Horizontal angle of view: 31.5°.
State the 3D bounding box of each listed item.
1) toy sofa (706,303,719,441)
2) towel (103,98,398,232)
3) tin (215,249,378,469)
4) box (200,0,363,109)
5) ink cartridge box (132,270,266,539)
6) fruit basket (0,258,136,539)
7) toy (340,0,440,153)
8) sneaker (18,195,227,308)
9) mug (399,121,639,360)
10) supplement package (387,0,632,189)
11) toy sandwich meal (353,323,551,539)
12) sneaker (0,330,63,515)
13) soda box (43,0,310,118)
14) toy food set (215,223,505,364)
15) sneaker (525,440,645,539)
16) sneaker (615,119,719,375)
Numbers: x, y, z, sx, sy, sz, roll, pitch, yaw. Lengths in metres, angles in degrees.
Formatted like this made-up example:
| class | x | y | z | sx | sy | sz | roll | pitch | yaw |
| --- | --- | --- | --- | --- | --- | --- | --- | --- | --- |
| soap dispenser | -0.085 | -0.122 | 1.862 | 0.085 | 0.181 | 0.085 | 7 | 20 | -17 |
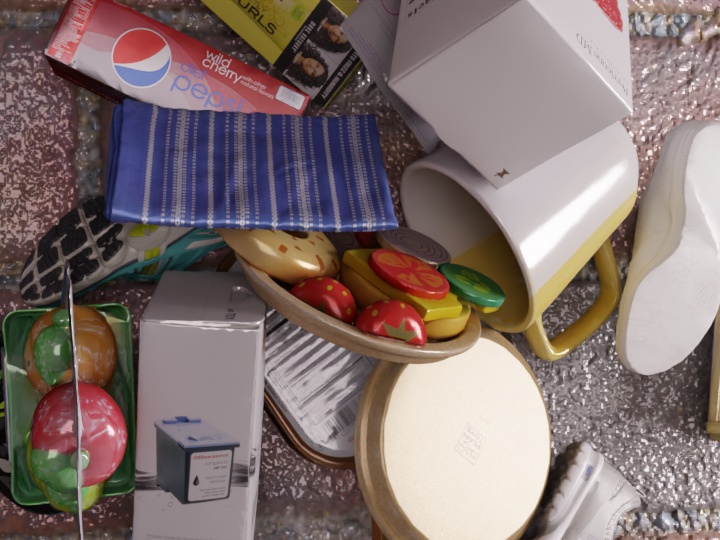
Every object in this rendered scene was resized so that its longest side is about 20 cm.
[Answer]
| class | x | y | z | sx | sy | sz | roll | pitch | yaw |
| --- | --- | --- | --- | --- | --- | --- | --- | --- | --- |
| toy sofa | 0.327 | 0.039 | 1.029 | 0.081 | 0.097 | 0.204 | 3 | 85 | 19 |
| towel | -0.078 | -0.075 | 0.894 | 0.196 | 0.146 | 0.024 | 1 | 126 | -8 |
| tin | -0.039 | 0.062 | 0.999 | 0.111 | 0.042 | 0.201 | -36 | 90 | -12 |
| box | -0.077 | -0.222 | 0.999 | 0.200 | 0.050 | 0.075 | 43 | 113 | -2 |
| ink cartridge box | -0.111 | 0.114 | 0.904 | 0.084 | 0.147 | 0.204 | 2 | 103 | -2 |
| fruit basket | -0.194 | 0.094 | 0.834 | 0.092 | 0.200 | 0.189 | -3 | 97 | -9 |
| toy | 0.054 | -0.189 | 0.991 | 0.116 | 0.047 | 0.201 | 52 | 52 | -18 |
| sneaker | -0.166 | -0.014 | 0.969 | 0.197 | 0.080 | 0.078 | -22 | 47 | 8 |
| mug | 0.134 | -0.046 | 0.993 | 0.152 | 0.188 | 0.149 | -36 | 57 | -21 |
| supplement package | 0.108 | -0.184 | 0.891 | 0.121 | 0.119 | 0.202 | 38 | 41 | -30 |
| toy sandwich meal | 0.065 | 0.139 | 0.974 | 0.202 | 0.070 | 0.209 | 5 | 81 | -32 |
| sneaker | -0.275 | 0.096 | 0.945 | 0.070 | 0.083 | 0.201 | -31 | 91 | -8 |
| soda box | -0.140 | -0.144 | 0.987 | 0.198 | 0.070 | 0.064 | 26 | 84 | -5 |
| toy food set | 0.000 | 0.000 | 0.916 | 0.199 | 0.197 | 0.049 | 35 | 113 | 31 |
| sneaker | 0.157 | 0.238 | 0.986 | 0.081 | 0.075 | 0.202 | 29 | 82 | -2 |
| sneaker | 0.244 | -0.019 | 1.015 | 0.074 | 0.088 | 0.203 | 16 | 94 | -17 |
